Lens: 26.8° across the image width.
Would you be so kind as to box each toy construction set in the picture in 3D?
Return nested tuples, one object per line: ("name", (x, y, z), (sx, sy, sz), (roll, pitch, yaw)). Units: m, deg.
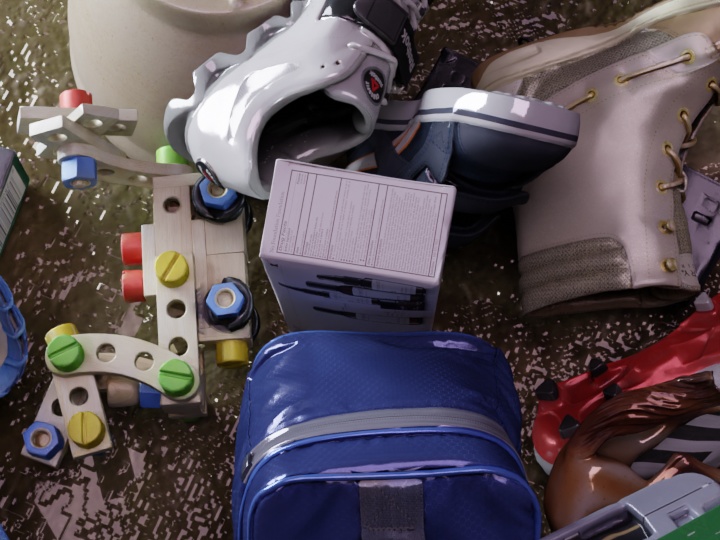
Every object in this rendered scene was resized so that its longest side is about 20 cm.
("toy construction set", (-0.123, 0.002, 0.810), (0.131, 0.092, 0.200), (-5, 87, 0))

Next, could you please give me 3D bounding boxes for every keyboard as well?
("keyboard", (0.122, -0.061, 0.871), (0.200, 0.040, 0.104), (30, 83, 17))

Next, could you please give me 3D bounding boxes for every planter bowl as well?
("planter bowl", (-0.074, -0.162, 0.851), (0.200, 0.135, 0.200), (0, 70, -1))

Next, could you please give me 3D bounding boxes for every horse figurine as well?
("horse figurine", (0.137, 0.132, 0.745), (0.132, 0.200, 0.050), (-8, 25, -4))

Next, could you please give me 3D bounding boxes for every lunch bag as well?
("lunch bag", (0.010, 0.141, 0.701), (0.136, 0.200, 0.132), (-2, 29, 0))

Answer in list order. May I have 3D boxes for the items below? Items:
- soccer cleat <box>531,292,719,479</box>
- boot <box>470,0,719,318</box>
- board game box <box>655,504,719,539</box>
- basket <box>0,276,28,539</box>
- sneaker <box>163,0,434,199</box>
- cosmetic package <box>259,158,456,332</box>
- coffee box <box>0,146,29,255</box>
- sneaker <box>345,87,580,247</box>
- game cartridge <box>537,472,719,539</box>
("soccer cleat", (0.185, 0.060, 0.779), (0.200, 0.085, 0.069), (-27, 38, 5))
("boot", (0.167, -0.062, 0.802), (0.200, 0.072, 0.155), (-15, 72, 16))
("board game box", (0.174, 0.151, 0.647), (0.200, 0.135, 0.029), (-26, 35, -13))
("basket", (-0.225, 0.046, 0.710), (0.139, 0.176, 0.200), (-33, 57, -16))
("sneaker", (-0.001, -0.110, 0.766), (0.200, 0.074, 0.089), (-46, 47, -3))
("cosmetic package", (0.000, 0.000, 0.753), (0.083, 0.200, 0.051), (11, 79, 4))
("coffee box", (-0.273, 0.014, 0.830), (0.123, 0.044, 0.200), (16, 70, 4))
("sneaker", (0.048, -0.049, 0.780), (0.078, 0.200, 0.079), (11, 89, -19))
("game cartridge", (0.074, 0.179, 0.649), (0.200, 0.133, 0.040), (-22, 32, -16))
